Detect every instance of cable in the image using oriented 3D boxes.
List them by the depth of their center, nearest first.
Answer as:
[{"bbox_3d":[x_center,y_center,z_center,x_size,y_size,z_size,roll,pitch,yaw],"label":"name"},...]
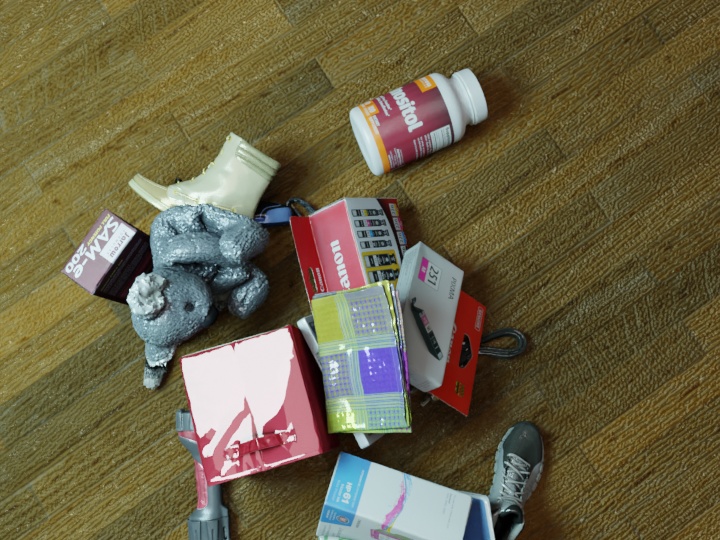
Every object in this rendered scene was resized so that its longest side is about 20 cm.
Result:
[{"bbox_3d":[0.157,0.130,1.249,0.198,0.050,0.098,-22,65,-14],"label":"cable"}]

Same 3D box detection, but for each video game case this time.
[{"bbox_3d":[-0.011,0.152,1.190,0.018,0.143,0.202,-31,82,24],"label":"video game case"}]

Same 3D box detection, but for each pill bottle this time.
[{"bbox_3d":[0.092,-0.237,1.252,0.198,0.113,0.114,-24,82,-3],"label":"pill bottle"}]

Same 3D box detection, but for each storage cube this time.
[{"bbox_3d":[-0.139,0.193,1.156,0.169,0.200,0.182,-17,79,4],"label":"storage cube"}]

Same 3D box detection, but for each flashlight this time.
[{"bbox_3d":[-0.242,0.310,1.210,0.067,0.067,0.203,1,84,-41],"label":"flashlight"}]

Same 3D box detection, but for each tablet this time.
[{"bbox_3d":[0.172,0.424,1.155,0.013,0.130,0.203,-6,82,-20],"label":"tablet"}]

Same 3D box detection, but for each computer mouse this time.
[{"bbox_3d":[-0.060,-0.032,1.272,0.058,0.034,0.201,-33,77,18],"label":"computer mouse"}]

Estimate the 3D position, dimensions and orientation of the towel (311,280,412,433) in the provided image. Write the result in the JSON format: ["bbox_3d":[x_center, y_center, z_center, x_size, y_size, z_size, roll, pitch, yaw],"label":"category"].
[{"bbox_3d":[-0.001,0.120,1.081,0.142,0.023,0.203,-8,88,33],"label":"towel"}]

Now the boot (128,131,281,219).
[{"bbox_3d":[-0.233,-0.140,1.200,0.198,0.073,0.157,27,90,8],"label":"boot"}]

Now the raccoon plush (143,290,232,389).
[{"bbox_3d":[-0.261,0.085,1.248,0.132,0.097,0.202,6,112,-12],"label":"raccoon plush"}]

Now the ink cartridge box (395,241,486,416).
[{"bbox_3d":[0.121,0.085,1.165,0.173,0.043,0.202,32,52,-21],"label":"ink cartridge box"}]

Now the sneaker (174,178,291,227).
[{"bbox_3d":[-0.205,-0.108,1.261,0.197,0.070,0.079,1,88,2],"label":"sneaker"}]

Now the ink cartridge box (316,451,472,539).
[{"bbox_3d":[0.046,0.353,1.149,0.198,0.145,0.085,17,54,3],"label":"ink cartridge box"}]

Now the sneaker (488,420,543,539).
[{"bbox_3d":[0.229,0.323,1.172,0.074,0.116,0.202,19,83,4],"label":"sneaker"}]

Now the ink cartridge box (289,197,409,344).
[{"bbox_3d":[0.000,0.000,1.185,0.083,0.175,0.202,-21,81,38],"label":"ink cartridge box"}]

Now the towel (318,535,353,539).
[{"bbox_3d":[0.019,0.464,1.164,0.198,0.023,0.154,18,119,3],"label":"towel"}]

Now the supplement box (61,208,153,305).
[{"bbox_3d":[-0.353,-0.012,1.184,0.061,0.200,0.109,33,84,5],"label":"supplement box"}]

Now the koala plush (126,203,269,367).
[{"bbox_3d":[-0.245,0.024,1.101,0.182,0.178,0.201,21,56,11],"label":"koala plush"}]
